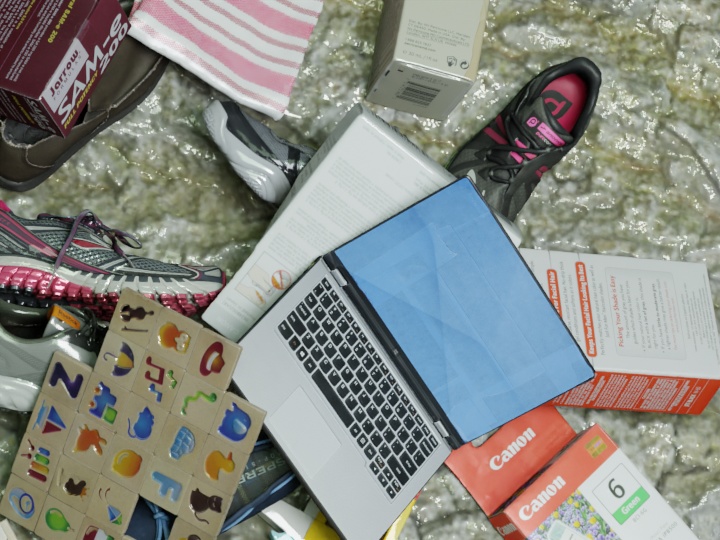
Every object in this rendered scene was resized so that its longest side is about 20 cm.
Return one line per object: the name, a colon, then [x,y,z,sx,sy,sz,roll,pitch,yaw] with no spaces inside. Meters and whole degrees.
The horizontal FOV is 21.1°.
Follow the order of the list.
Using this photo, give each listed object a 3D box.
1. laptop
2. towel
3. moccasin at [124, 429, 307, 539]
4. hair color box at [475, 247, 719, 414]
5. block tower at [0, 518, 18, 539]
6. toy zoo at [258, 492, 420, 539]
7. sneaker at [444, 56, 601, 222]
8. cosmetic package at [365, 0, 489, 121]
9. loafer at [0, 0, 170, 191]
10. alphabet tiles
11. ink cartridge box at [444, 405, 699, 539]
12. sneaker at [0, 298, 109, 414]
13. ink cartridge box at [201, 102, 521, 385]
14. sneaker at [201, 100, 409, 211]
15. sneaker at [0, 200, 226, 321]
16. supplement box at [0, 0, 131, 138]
laptop: [0.036,0.072,1.402,0.200,0.115,0.188,-46,109,-34]
towel: [-0.093,-0.236,1.542,0.145,0.030,0.201,27,63,-17]
moccasin: [-0.127,0.165,1.424,0.199,0.068,0.081,-32,85,-5]
hair color box: [0.178,0.047,1.525,0.198,0.064,0.112,5,55,-12]
block tower: [-0.329,0.246,1.378,0.199,0.058,0.054,-28,84,-19]
toy zoo: [-0.011,0.141,1.492,0.130,0.020,0.201,28,72,-2]
sneaker: [0.127,-0.100,1.555,0.076,0.084,0.201,35,71,-1]
cosmetic package: [0.064,-0.236,1.567,0.072,0.104,0.202,15,74,-10]
loafer: [-0.211,-0.143,1.497,0.073,0.071,0.200,39,71,-1]
alphabet tiles: [-0.160,0.123,1.378,0.166,0.008,0.202,26,105,16]
ink cartridge box: [0.164,0.182,1.507,0.109,0.050,0.200,-40,87,-18]
sneaker: [-0.198,0.069,1.430,0.198,0.074,0.080,12,118,-11]
ink cartridge box: [0.000,0.000,1.466,0.160,0.047,0.200,37,102,-13]
sneaker: [-0.024,-0.084,1.509,0.200,0.075,0.114,44,90,-5]
sneaker: [-0.198,-0.007,1.460,0.198,0.081,0.075,9,72,-10]
supplement box: [-0.285,-0.184,1.454,0.199,0.061,0.109,20,70,23]
